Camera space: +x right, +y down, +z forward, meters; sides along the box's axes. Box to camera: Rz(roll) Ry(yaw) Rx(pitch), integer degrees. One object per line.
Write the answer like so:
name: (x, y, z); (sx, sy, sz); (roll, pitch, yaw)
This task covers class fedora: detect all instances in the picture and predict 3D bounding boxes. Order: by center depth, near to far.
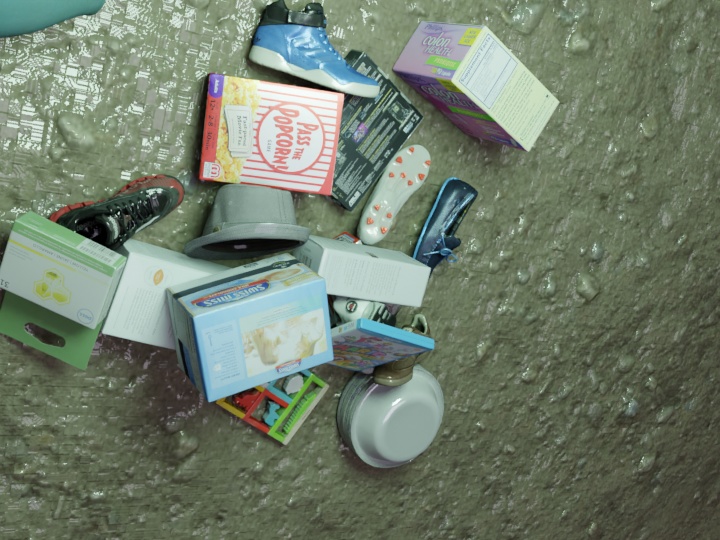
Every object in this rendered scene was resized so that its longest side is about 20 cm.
fedora: (-0.168, -0.076, 1.211); (0.176, 0.199, 0.091); (1, 81, -40)

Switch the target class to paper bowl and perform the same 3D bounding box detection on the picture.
paper bowl: (0.064, 0.266, 1.494); (0.199, 0.104, 0.203); (-11, 114, -25)

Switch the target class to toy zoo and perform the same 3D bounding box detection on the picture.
toy zoo: (-0.159, 0.199, 1.390); (0.200, 0.020, 0.132); (39, 86, -34)

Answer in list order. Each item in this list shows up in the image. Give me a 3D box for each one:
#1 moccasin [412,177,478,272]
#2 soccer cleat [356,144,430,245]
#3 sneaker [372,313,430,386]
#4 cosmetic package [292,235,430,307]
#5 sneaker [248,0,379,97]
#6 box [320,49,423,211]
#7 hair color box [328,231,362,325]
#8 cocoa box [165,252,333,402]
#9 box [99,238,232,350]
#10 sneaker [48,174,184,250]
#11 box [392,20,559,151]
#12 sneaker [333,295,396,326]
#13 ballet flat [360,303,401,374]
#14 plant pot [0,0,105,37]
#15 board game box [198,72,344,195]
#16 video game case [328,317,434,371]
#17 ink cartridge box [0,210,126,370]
moccasin: (0.145, -0.061, 1.425); (0.202, 0.068, 0.080); (-69, 165, 9)
soccer cleat: (0.050, -0.128, 1.370); (0.069, 0.078, 0.201); (36, 68, -10)
sneaker: (0.070, 0.137, 1.432); (0.200, 0.070, 0.076); (-36, 126, -63)
cosmetic package: (0.000, 0.000, 1.287); (0.198, 0.101, 0.075); (7, 103, -32)
sneaker: (-0.054, -0.330, 1.200); (0.198, 0.077, 0.112); (18, 100, -5)
box: (-0.014, -0.221, 1.307); (0.160, 0.043, 0.201); (39, 86, -34)
hair color box: (-0.075, 0.036, 1.355); (0.199, 0.064, 0.112); (-31, 120, -15)
cocoa box: (-0.156, 0.077, 1.164); (0.198, 0.131, 0.135); (-16, 114, -25)
box: (-0.280, 0.042, 1.217); (0.199, 0.097, 0.126); (18, 98, -33)
sneaker: (-0.332, -0.075, 1.145); (0.199, 0.098, 0.072); (-24, 117, -22)
box: (0.184, -0.296, 1.313); (0.199, 0.176, 0.097); (34, 89, -34)
sneaker: (0.004, 0.083, 1.348); (0.075, 0.088, 0.200); (-61, 161, -17)
ballet flat: (0.034, 0.085, 1.451); (0.067, 0.046, 0.202); (16, 94, -10)
plant pot: (-0.403, -0.369, 0.952); (0.187, 0.199, 0.202); (-16, 116, -41)
board game box: (-0.132, -0.200, 1.207); (0.198, 0.046, 0.153); (5, 101, -14)
video game case: (-0.001, 0.120, 1.284); (0.142, 0.199, 0.018); (19, 64, -31)
ink cartridge box: (-0.415, 0.040, 1.102); (0.144, 0.048, 0.201); (25, 112, -5)
